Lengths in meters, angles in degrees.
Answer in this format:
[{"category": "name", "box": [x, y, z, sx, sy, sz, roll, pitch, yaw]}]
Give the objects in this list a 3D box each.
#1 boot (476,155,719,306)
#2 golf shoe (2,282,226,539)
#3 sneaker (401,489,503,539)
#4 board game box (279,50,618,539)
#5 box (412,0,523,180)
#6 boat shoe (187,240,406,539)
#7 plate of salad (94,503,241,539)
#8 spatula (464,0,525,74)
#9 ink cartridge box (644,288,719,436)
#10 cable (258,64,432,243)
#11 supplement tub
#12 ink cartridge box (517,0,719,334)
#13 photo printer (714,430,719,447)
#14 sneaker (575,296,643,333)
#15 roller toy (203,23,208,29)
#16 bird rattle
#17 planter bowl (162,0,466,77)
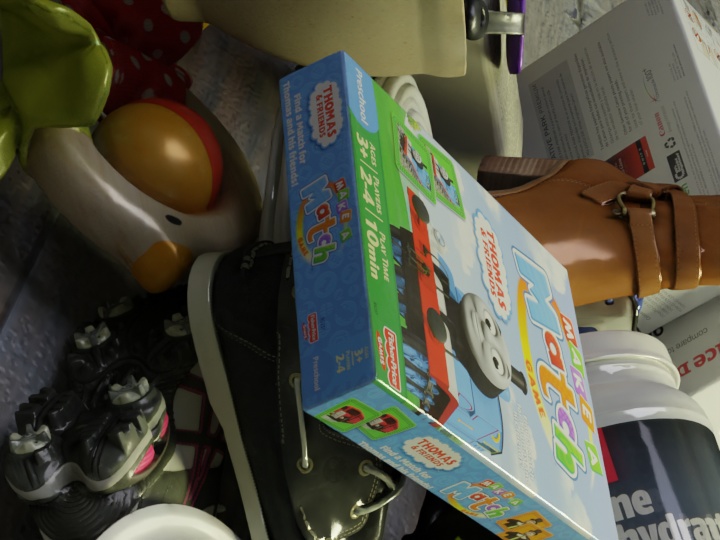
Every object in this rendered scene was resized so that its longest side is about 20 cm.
[{"category": "boot", "box": [0.127, 0.001, 0.851, 0.200, 0.154, 0.077, -60, 156, -63]}, {"category": "golf shoe", "box": [-0.089, 0.066, 0.686, 0.200, 0.076, 0.089, -59, 137, -60]}, {"category": "sneaker", "box": [0.052, 0.153, 0.710, 0.201, 0.073, 0.088, -85, 159, -57]}, {"category": "board game box", "box": [0.040, 0.024, 0.662, 0.200, 0.036, 0.153, 40, 36, -47]}, {"category": "box", "box": [0.046, -0.129, 0.945, 0.201, 0.077, 0.096, 75, 19, -45]}, {"category": "boat shoe", "box": [-0.013, 0.084, 0.661, 0.072, 0.067, 0.202, -47, 123, -73]}, {"category": "plate of salad", "box": [-0.071, 0.188, 0.584, 0.200, 0.048, 0.202, 34, 52, -58]}, {"category": "spatula", "box": [0.070, -0.129, 0.834, 0.200, 0.020, 0.057, -29, 122, -74]}, {"category": "ink cartridge box", "box": [0.236, 0.014, 1.124, 0.084, 0.144, 0.202, 26, 41, -40]}, {"category": "cable", "box": [0.000, 0.000, 0.779, 0.200, 0.068, 0.202, -70, 157, -63]}, {"category": "supplement tub", "box": [0.136, 0.149, 0.848, 0.140, 0.140, 0.202, 21, 45, -46]}, {"category": "ink cartridge box", "box": [0.179, -0.067, 1.094, 0.084, 0.175, 0.202, 31, 38, -42]}, {"category": "photo printer", "box": [0.210, 0.173, 0.982, 0.166, 0.069, 0.202, 40, 30, -54]}, {"category": "sneaker", "box": [0.107, 0.007, 0.970, 0.199, 0.115, 0.081, 39, 32, -26]}, {"category": "roller toy", "box": [-0.065, -0.240, 0.878, 0.139, 0.182, 0.201, 32, 35, -28]}, {"category": "bird rattle", "box": [-0.113, -0.062, 0.733, 0.163, 0.113, 0.200, 48, 18, 1]}, {"category": "planter bowl", "box": [-0.030, -0.181, 0.718, 0.200, 0.133, 0.203, -6, 90, -87]}]
